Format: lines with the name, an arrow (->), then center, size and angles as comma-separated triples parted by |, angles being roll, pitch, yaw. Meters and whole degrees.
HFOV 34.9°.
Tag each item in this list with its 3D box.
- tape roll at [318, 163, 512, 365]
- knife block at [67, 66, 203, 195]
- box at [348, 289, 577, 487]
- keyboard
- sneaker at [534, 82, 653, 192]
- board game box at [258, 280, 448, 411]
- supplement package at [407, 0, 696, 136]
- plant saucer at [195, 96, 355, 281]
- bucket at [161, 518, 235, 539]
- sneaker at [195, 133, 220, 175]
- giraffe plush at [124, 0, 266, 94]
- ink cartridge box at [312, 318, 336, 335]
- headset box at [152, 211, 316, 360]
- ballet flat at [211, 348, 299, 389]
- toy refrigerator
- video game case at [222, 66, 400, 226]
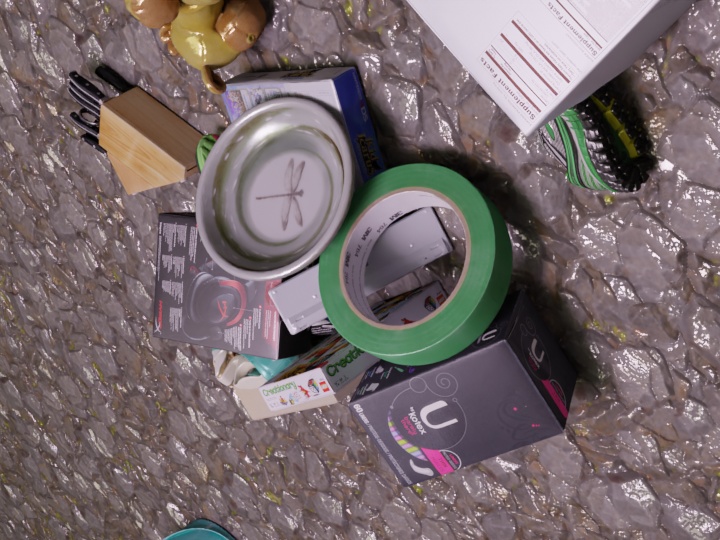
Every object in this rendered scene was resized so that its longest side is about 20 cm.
tape roll -> 0.053, -0.006, 1.159 | 0.200, 0.201, 0.048 | 22, 175, 34
knife block -> -0.288, -0.191, 1.461 | 0.200, 0.064, 0.176 | -7, 114, 48
box -> 0.108, 0.126, 1.202 | 0.200, 0.106, 0.122 | -26, 107, 30
keyboard -> 0.000, 0.000, 1.239 | 0.056, 0.199, 0.011 | 62, -177, -5
sneaker -> 0.171, -0.146, 0.995 | 0.085, 0.078, 0.200 | -2, 127, 51
board game box -> -0.005, 0.083, 1.269 | 0.126, 0.200, 0.035 | -23, 98, 51
supplement package -> 0.175, -0.239, 0.827 | 0.147, 0.191, 0.200 | 49, 135, 6
plant saucer -> -0.083, -0.082, 1.217 | 0.199, 0.050, 0.201 | -9, 72, 28
bucket -> -0.275, 0.533, 1.946 | 0.207, 0.135, 0.208 | 27, 136, 29
sneaker -> -0.155, -0.071, 1.407 | 0.084, 0.077, 0.201 | -11, 109, 45
giraffe plush -> -0.170, -0.280, 1.218 | 0.199, 0.173, 0.162 | 0, 141, 34
ink cartridge box -> -0.106, 0.048, 1.436 | 0.094, 0.044, 0.200 | 29, 156, -33
headset box -> -0.136, 0.015, 1.314 | 0.199, 0.075, 0.149 | 7, 97, 29
ballet flat -> -0.150, 0.115, 1.453 | 0.067, 0.071, 0.200 | 45, 157, -23
toy refrigerator -> -0.080, 0.136, 1.488 | 0.200, 0.076, 0.070 | -20, 103, 52
video game case -> -0.055, -0.126, 1.286 | 0.181, 0.045, 0.201 | 6, 122, 42
